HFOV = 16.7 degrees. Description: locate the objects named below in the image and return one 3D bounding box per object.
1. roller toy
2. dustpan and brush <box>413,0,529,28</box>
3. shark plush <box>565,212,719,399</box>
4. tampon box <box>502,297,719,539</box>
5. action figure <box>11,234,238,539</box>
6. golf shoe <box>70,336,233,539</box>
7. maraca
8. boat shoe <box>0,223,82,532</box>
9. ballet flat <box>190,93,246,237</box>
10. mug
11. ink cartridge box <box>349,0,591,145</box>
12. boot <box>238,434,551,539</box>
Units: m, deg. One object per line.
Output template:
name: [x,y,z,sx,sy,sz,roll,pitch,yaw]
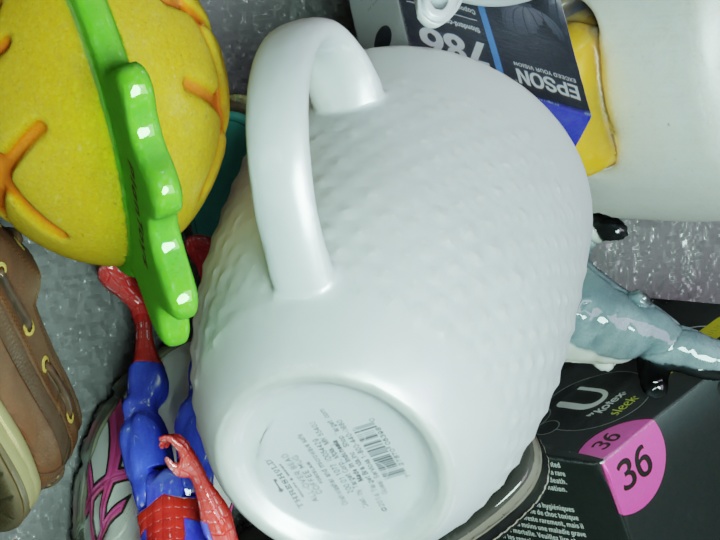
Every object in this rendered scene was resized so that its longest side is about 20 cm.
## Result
roller toy: [0.160,-0.113,1.186,0.182,0.139,0.201,37,63,-46]
dustpan and brush: [0.041,-0.147,1.027,0.139,0.057,0.201,35,43,-11]
shark plush: [0.089,0.005,1.099,0.091,0.199,0.084,-43,165,-54]
tampon box: [0.149,0.135,1.202,0.150,0.126,0.201,-34,114,-34]
action figure: [-0.085,0.070,0.955,0.099,0.065,0.201,48,30,-53]
golf shoe: [-0.084,0.123,1.023,0.072,0.092,0.201,32,71,-36]
maraca: [-0.097,-0.057,0.911,0.106,0.200,0.138,-19,127,-12]
boat shoe: [-0.165,0.005,0.962,0.068,0.072,0.201,-45,126,-42]
ballet flat: [-0.027,0.011,1.089,0.070,0.070,0.201,-29,110,-36]
mug: [0.000,0.000,0.927,0.176,0.147,0.201,-71,148,-53]
ink cartridge box: [0.043,-0.115,1.078,0.099,0.039,0.201,11,54,-33]
boot: [0.030,0.142,1.080,0.150,0.200,0.073,32,29,-42]
